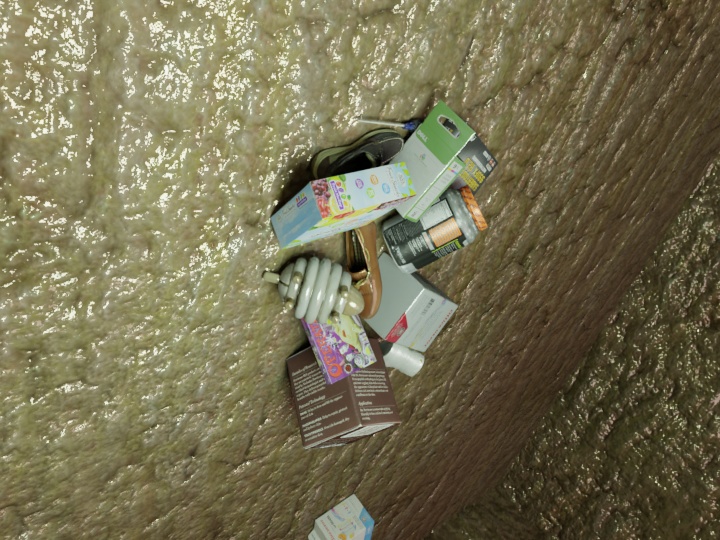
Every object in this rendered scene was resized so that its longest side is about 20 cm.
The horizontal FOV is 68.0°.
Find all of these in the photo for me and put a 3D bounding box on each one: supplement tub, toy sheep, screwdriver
[{"bbox_3d":[0.153,-0.087,1.104,0.198,0.124,0.123,-26,147,14],"label":"supplement tub"},{"bbox_3d":[-0.086,0.036,0.997,0.197,0.138,0.139,21,114,-7],"label":"toy sheep"},{"bbox_3d":[0.068,-0.264,0.979,0.198,0.028,0.030,-15,106,-42],"label":"screwdriver"}]

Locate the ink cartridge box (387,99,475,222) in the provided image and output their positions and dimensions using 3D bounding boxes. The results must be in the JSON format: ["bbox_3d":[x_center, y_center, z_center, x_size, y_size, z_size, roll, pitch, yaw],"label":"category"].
[{"bbox_3d":[0.127,-0.202,1.004,0.201,0.104,0.059,-49,150,21],"label":"ink cartridge box"}]

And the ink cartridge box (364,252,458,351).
[{"bbox_3d":[0.103,0.079,1.242,0.146,0.144,0.199,-53,144,7],"label":"ink cartridge box"}]

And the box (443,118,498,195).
[{"bbox_3d":[0.203,-0.218,1.152,0.159,0.048,0.199,-54,145,7],"label":"box"}]

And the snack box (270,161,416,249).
[{"bbox_3d":[-0.031,-0.111,0.914,0.198,0.069,0.168,-18,176,-35],"label":"snack box"}]

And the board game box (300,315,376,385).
[{"bbox_3d":[-0.054,0.114,1.083,0.119,0.203,0.032,-20,175,-30],"label":"board game box"}]

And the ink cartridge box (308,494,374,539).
[{"bbox_3d":[-0.071,0.914,1.864,0.198,0.128,0.127,-21,137,-33],"label":"ink cartridge box"}]

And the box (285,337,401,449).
[{"bbox_3d":[-0.038,0.267,1.180,0.163,0.203,0.165,-30,153,28],"label":"box"}]

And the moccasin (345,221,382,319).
[{"bbox_3d":[0.001,0.000,1.068,0.077,0.073,0.205,-19,116,-46],"label":"moccasin"}]

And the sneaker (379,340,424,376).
[{"bbox_3d":[0.078,0.227,1.314,0.200,0.114,0.075,-30,-147,62],"label":"sneaker"}]

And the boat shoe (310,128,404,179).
[{"bbox_3d":[0.007,-0.194,0.950,0.198,0.065,0.074,-28,140,-27],"label":"boat shoe"}]
